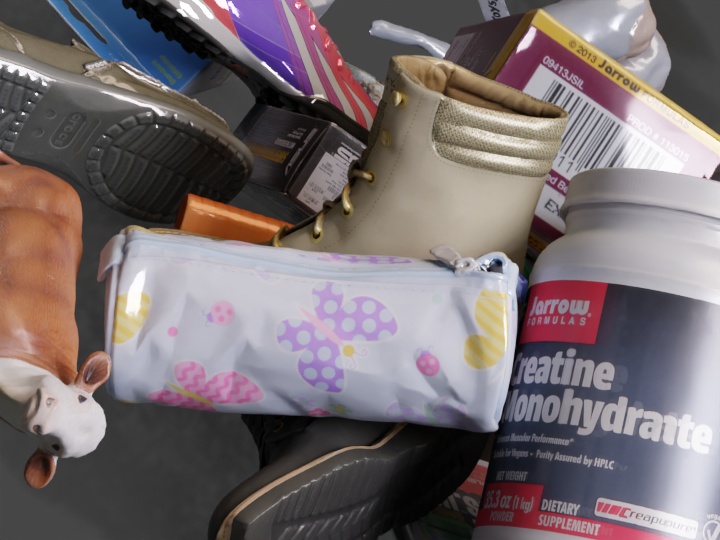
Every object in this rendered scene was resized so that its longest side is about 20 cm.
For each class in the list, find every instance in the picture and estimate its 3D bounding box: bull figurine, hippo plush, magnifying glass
[{"bbox_3d":[-0.170,0.010,1.338,0.121,0.065,0.200,31,26,-22],"label":"bull figurine"},{"bbox_3d":[0.133,-0.085,1.872,0.200,0.159,0.161,42,25,-56],"label":"hippo plush"},{"bbox_3d":[0.000,0.000,1.535,0.199,0.080,0.022,17,6,-14],"label":"magnifying glass"}]

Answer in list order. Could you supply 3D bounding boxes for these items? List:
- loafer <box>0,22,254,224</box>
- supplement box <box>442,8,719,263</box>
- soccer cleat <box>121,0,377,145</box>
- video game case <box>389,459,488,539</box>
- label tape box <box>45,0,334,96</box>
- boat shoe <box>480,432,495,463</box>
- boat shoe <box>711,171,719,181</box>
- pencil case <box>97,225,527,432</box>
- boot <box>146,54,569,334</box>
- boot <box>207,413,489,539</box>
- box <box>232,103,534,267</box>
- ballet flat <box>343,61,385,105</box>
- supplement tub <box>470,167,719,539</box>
[{"bbox_3d":[-0.140,-0.087,1.542,0.199,0.075,0.070,25,33,-36],"label":"loafer"},{"bbox_3d":[0.099,-0.061,1.604,0.131,0.103,0.200,34,-3,-8],"label":"supplement box"},{"bbox_3d":[-0.045,-0.132,1.676,0.200,0.073,0.068,36,-13,-27],"label":"soccer cleat"},{"bbox_3d":[0.084,0.153,1.488,0.142,0.018,0.200,18,22,-22],"label":"video game case"},{"bbox_3d":[-0.116,-0.179,1.754,0.143,0.066,0.200,46,21,8],"label":"label tape box"},{"bbox_3d":[0.039,0.052,1.608,0.200,0.072,0.076,40,10,-8],"label":"boat shoe"},{"bbox_3d":[0.160,0.038,1.654,0.066,0.200,0.072,40,5,-8],"label":"boat shoe"},{"bbox_3d":[-0.023,0.027,1.381,0.199,0.091,0.083,3,55,3],"label":"pencil case"},{"bbox_3d":[-0.007,-0.034,1.440,0.199,0.156,0.073,14,23,2],"label":"boot"},{"bbox_3d":[-0.045,0.082,1.440,0.138,0.078,0.200,31,26,24],"label":"boot"},{"bbox_3d":[0.026,-0.015,1.634,0.200,0.048,0.158,35,-5,-19],"label":"box"},{"bbox_3d":[0.025,-0.052,1.765,0.200,0.074,0.074,36,24,-10],"label":"ballet flat"},{"bbox_3d":[0.138,0.065,1.409,0.140,0.201,0.140,13,-11,2],"label":"supplement tub"}]
